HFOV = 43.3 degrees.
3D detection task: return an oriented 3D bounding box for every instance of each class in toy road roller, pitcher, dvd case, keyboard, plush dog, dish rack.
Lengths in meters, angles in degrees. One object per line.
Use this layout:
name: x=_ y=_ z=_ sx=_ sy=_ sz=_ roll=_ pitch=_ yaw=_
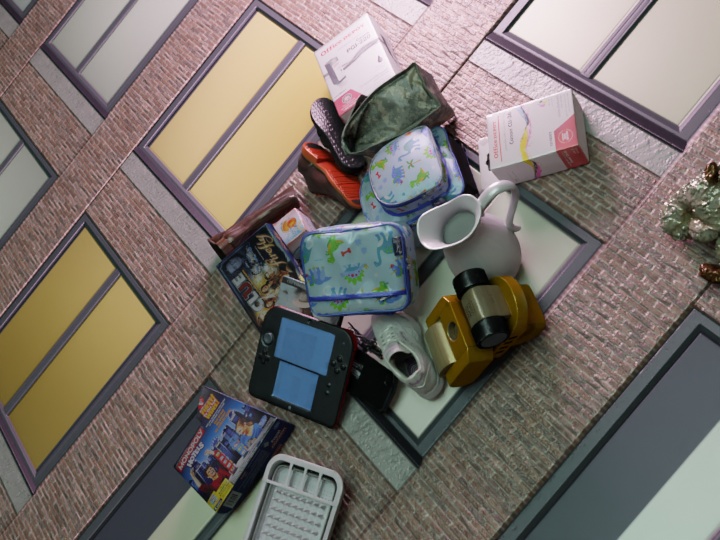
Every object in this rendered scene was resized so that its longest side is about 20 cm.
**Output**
toy road roller: x=0.207 y=0.091 z=1.471 sx=0.201 sy=0.144 sz=0.124 roll=-57 pitch=43 yaw=48
pitcher: x=0.206 y=-0.057 z=1.472 sx=0.171 sy=0.200 sz=0.122 roll=-33 pitch=54 yaw=16
dvd case: x=-0.111 y=0.126 z=1.667 sx=0.145 sy=0.022 sz=0.202 roll=19 pitch=93 yaw=28
keyboard: x=0.005 y=0.167 z=1.612 sx=0.199 sy=0.039 sz=0.105 roll=32 pitch=103 yaw=43
plush dog: x=0.548 y=-0.072 z=1.304 sx=0.199 sy=0.160 sz=0.173 roll=-32 pitch=77 yaw=16
dish rack: x=-0.111 y=0.430 z=1.552 sx=0.170 sy=0.043 sz=0.202 roll=9 pitch=73 yaw=35

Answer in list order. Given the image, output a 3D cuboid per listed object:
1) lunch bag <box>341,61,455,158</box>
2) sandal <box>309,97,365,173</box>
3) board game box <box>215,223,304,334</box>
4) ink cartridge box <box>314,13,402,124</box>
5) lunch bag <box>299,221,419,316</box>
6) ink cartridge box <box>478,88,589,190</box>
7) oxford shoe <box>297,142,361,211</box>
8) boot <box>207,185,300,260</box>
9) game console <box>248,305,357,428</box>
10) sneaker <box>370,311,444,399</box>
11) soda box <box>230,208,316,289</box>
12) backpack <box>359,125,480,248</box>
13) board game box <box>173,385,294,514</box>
lunch bag: x=0.059 y=-0.283 z=1.688 sx=0.199 sy=0.164 sz=0.118 roll=-33 pitch=85 yaw=16
sandal: x=-0.055 y=-0.268 z=1.833 sx=0.202 sy=0.075 sz=0.048 roll=67 pitch=149 yaw=29
board game box: x=-0.169 y=0.032 z=1.731 sx=0.135 sy=0.035 sz=0.201 roll=-38 pitch=79 yaw=13
ink cartridge box: x=0.005 y=-0.399 z=1.843 sx=0.145 sy=0.085 sz=0.201 roll=-32 pitch=52 yaw=16
lunch bag: x=0.000 y=0.000 z=1.565 sx=0.198 sy=0.082 sz=0.163 roll=-3 pitch=97 yaw=21
ink cartridge box: x=0.288 y=-0.224 z=1.581 sx=0.198 sy=0.067 sz=0.118 roll=-15 pitch=60 yaw=27
oxford shoe: x=-0.059 y=-0.171 z=1.801 sx=0.200 sy=0.071 sz=0.073 roll=51 pitch=127 yaw=35
boot: x=-0.214 y=-0.097 z=1.855 sx=0.200 sy=0.064 sz=0.186 roll=-40 pitch=14 yaw=-12
game console: x=-0.106 y=0.169 z=1.630 sx=0.198 sy=0.031 sz=0.179 roll=17 pitch=92 yaw=29
sneaker: x=0.069 y=0.125 z=1.541 sx=0.075 sy=0.099 sz=0.200 roll=-44 pitch=50 yaw=10
soda box: x=-0.175 y=-0.030 z=1.796 sx=0.199 sy=0.068 sz=0.064 roll=-38 pitch=55 yaw=13
backpack: x=0.094 y=-0.148 z=1.625 sx=0.199 sy=0.147 sz=0.185 roll=-31 pitch=51 yaw=22
board game box: x=-0.251 y=0.314 z=1.688 sx=0.199 sy=0.062 sz=0.201 roll=33 pitch=88 yaw=40
